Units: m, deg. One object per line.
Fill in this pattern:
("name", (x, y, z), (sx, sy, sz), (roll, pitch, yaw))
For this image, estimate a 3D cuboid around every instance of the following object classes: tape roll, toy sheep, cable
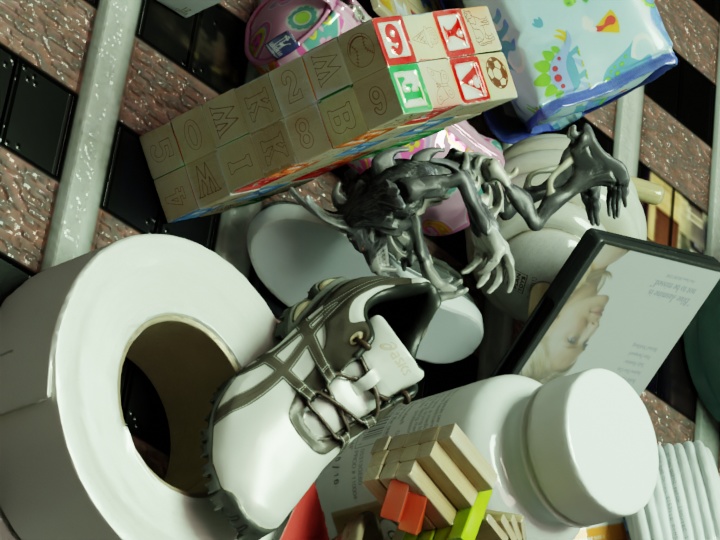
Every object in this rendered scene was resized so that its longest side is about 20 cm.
("tape roll", (-0.121, 0.083, 1.388), (0.202, 0.071, 0.203), (22, 60, -43))
("toy sheep", (0.136, -0.023, 1.682), (0.138, 0.138, 0.200), (54, 22, -20))
("cable", (0.220, 0.210, 1.608), (0.200, 0.069, 0.201), (59, 19, -73))

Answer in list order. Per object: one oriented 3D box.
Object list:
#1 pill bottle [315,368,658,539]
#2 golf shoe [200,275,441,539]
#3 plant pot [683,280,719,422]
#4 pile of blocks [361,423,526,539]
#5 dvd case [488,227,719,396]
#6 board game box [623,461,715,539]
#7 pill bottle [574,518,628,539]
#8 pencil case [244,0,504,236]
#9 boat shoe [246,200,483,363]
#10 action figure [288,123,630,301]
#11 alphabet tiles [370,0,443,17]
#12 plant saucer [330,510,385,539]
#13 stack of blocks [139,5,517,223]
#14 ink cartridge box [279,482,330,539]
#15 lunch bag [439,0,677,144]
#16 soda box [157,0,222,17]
("pill bottle", (0.077, 0.126, 1.499), (0.114, 0.200, 0.115), (22, 59, -42))
("golf shoe", (-0.020, 0.067, 1.386), (0.078, 0.094, 0.200), (51, 44, -24))
("plant pot", (0.334, 0.054, 1.882), (0.200, 0.134, 0.201), (21, 60, -42))
("pile of blocks", (0.052, 0.178, 1.431), (0.200, 0.082, 0.062), (75, 29, -42))
("dvd case", (0.146, 0.065, 1.635), (0.142, 0.200, 0.018), (11, 28, -47))
("board game box", (0.212, 0.247, 1.734), (0.199, 0.041, 0.201), (-9, 82, -50))
("pill bottle", (0.135, 0.260, 1.584), (0.112, 0.112, 0.201), (-1, 77, -50))
("pencil case", (0.011, -0.110, 1.612), (0.200, 0.087, 0.088), (45, 46, -30))
("boat shoe", (0.000, 0.000, 1.577), (0.200, 0.069, 0.057), (30, 32, -39))
("action figure", (0.062, -0.031, 1.495), (0.199, 0.119, 0.102), (-11, 95, -15))
("alphabet tiles", (0.016, -0.227, 1.662), (0.200, 0.006, 0.167), (31, 41, -63))
("plant saucer", (0.000, 0.240, 1.416), (0.200, 0.029, 0.201), (-4, 90, -82))
("stack of blocks", (-0.021, -0.093, 1.474), (0.115, 0.200, 0.059), (-14, 84, -51))
("ink cartridge box", (-0.029, 0.242, 1.396), (0.161, 0.050, 0.200), (78, 29, -43))
("lunch bag", (0.124, -0.187, 1.719), (0.200, 0.127, 0.170), (150, -82, -86))
("soda box", (-0.151, -0.232, 1.487), (0.200, 0.064, 0.068), (29, 55, -40))
